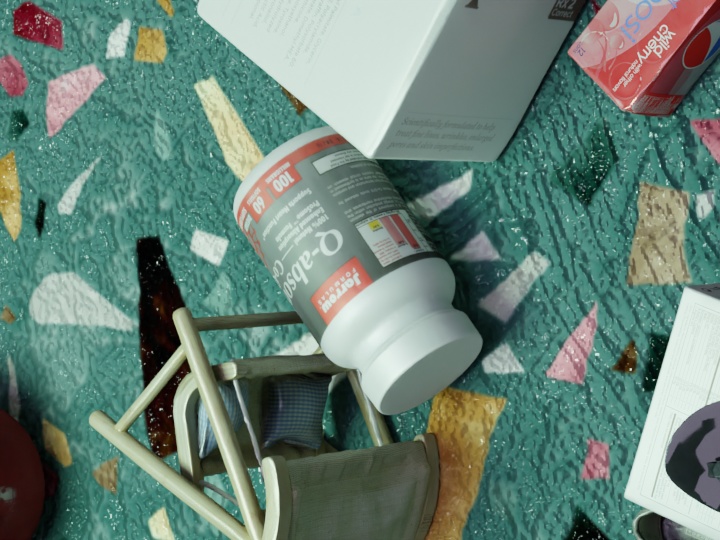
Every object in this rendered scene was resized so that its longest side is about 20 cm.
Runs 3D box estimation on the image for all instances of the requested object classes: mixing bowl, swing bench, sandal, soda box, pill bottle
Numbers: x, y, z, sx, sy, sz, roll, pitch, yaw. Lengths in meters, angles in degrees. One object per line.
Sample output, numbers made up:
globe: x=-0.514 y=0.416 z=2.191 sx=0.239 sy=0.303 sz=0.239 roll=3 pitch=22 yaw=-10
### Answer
mixing bowl: x=-0.347 y=0.190 z=2.000 sx=0.199 sy=0.108 sz=0.202 roll=1 pitch=92 yaw=37
swing bench: x=-0.057 y=0.138 z=1.726 sx=0.130 sy=0.198 sz=0.200 roll=-49 pitch=65 yaw=27
sandal: x=0.271 y=0.126 z=1.389 sx=0.199 sy=0.043 sz=0.077 roll=14 pitch=101 yaw=34
soda box: x=0.234 y=-0.201 z=1.580 sx=0.070 sy=0.063 sz=0.200 roll=49 pitch=118 yaw=24
pill bottle: x=0.000 y=0.000 z=1.730 sx=0.116 sy=0.116 sz=0.200 roll=-47 pitch=66 yaw=28

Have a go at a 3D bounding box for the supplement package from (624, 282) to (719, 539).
supplement package: x=0.306 y=0.109 z=1.483 sx=0.199 sy=0.151 sz=0.152 roll=23 pitch=106 yaw=33

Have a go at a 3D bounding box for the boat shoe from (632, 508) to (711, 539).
boat shoe: x=0.277 y=0.204 z=1.564 sx=0.199 sy=0.064 sz=0.071 roll=17 pitch=102 yaw=35

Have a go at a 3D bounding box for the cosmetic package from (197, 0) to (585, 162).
cosmetic package: x=0.025 y=-0.200 z=1.673 sx=0.200 sy=0.164 sz=0.166 roll=42 pitch=115 yaw=29
